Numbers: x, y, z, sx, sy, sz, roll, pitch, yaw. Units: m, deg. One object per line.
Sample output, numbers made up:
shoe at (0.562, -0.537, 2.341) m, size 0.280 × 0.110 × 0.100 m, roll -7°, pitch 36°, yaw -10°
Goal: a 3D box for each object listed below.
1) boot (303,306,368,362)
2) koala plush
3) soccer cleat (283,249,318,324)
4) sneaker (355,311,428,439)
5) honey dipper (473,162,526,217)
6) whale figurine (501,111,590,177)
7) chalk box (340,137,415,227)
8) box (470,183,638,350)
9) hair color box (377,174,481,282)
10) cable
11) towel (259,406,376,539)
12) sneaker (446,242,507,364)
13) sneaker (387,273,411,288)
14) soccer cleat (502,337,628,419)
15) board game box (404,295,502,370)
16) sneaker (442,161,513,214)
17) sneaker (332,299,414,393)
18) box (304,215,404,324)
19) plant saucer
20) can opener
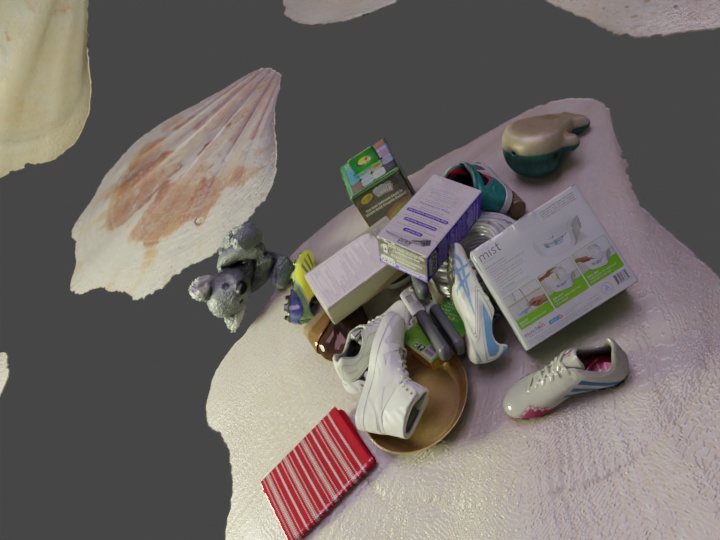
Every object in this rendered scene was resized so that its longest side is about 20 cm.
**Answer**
boot at (-0.002, 0.103, 1.215) m, size 0.165 × 0.073 × 0.200 m, roll 32°, pitch 71°, yaw 34°
koala plush at (-0.285, 0.025, 1.410) m, size 0.181 × 0.177 × 0.203 m, roll -4°, pitch 50°, yaw 48°
soccer cleat at (-0.117, 0.038, 1.358) m, size 0.081 × 0.066 × 0.204 m, roll 6°, pitch 46°, yaw 2°
sneaker at (0.070, 0.172, 1.014) m, size 0.113 × 0.073 × 0.206 m, roll 3°, pitch 72°, yaw 35°
honey dipper at (0.278, -0.176, 1.267) m, size 0.037 × 0.038 × 0.202 m, roll -32°, pitch 39°, yaw 6°
whale figurine at (0.375, -0.256, 1.242) m, size 0.197 × 0.107 × 0.158 m, roll -28°, pitch 34°, yaw -27°
chalk box at (0.039, -0.184, 1.323) m, size 0.122 × 0.201 × 0.125 m, roll -28°, pitch 41°, yaw 9°
box at (0.299, -0.002, 0.981) m, size 0.197 × 0.097 × 0.179 m, roll -33°, pitch 78°, yaw 6°
hair color box at (0.128, -0.081, 1.116) m, size 0.107 × 0.066 × 0.200 m, roll 23°, pitch 52°, yaw 29°
cable at (0.211, -0.031, 1.139) m, size 0.196 × 0.070 × 0.201 m, roll -29°, pitch 34°, yaw -6°
towel at (-0.074, 0.348, 1.060) m, size 0.200 × 0.023 × 0.145 m, roll -44°, pitch 43°, yaw -3°
sneaker at (0.188, 0.050, 1.018) m, size 0.070 × 0.072 × 0.206 m, roll -14°, pitch 76°, yaw -3°
sneaker at (0.100, -0.059, 1.253) m, size 0.074 × 0.085 × 0.202 m, roll 22°, pitch 68°, yaw 45°
soccer cleat at (0.296, 0.154, 0.914) m, size 0.196 × 0.087 × 0.071 m, roll -25°, pitch 41°, yaw 15°
board game box at (0.170, 0.088, 1.082) m, size 0.198 × 0.030 × 0.095 m, roll -37°, pitch 37°, yaw -17°
sneaker at (0.209, -0.176, 1.235) m, size 0.086 × 0.118 × 0.201 m, roll -67°, pitch 26°, yaw 18°
sneaker at (0.026, 0.121, 1.103) m, size 0.074 × 0.082 × 0.201 m, roll 0°, pitch 44°, yaw 53°
box at (0.000, 0.000, 1.179) m, size 0.197 × 0.078 × 0.096 m, roll -34°, pitch 64°, yaw -5°
plant saucer at (0.095, 0.220, 1.041) m, size 0.195 × 0.036 × 0.204 m, roll -20°, pitch 43°, yaw 20°
can opener at (0.117, 0.074, 1.057) m, size 0.051 × 0.068 × 0.202 m, roll -22°, pitch 38°, yaw -5°
